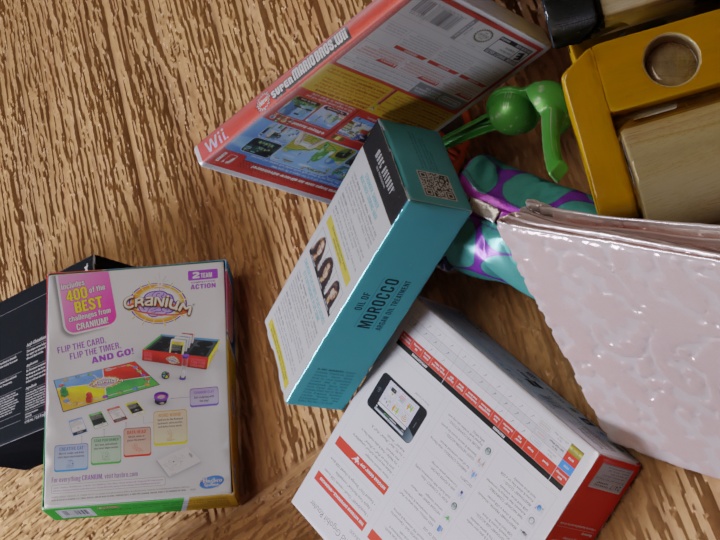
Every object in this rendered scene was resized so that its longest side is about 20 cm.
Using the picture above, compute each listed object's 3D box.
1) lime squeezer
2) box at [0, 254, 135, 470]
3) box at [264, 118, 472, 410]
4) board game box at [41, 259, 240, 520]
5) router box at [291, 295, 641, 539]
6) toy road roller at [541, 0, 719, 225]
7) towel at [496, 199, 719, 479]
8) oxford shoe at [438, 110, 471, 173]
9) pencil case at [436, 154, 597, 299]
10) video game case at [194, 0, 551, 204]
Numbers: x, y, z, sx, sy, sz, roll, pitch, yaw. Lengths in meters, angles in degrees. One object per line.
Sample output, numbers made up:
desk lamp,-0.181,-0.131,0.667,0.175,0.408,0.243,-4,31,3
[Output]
lime squeezer,0.100,-0.089,0.902,0.071,0.038,0.200,-63,23,-4
box,-0.272,0.087,1.262,0.200,0.079,0.141,-22,64,37
box,0.000,0.000,0.958,0.200,0.049,0.082,-59,35,36
board game box,-0.177,0.095,1.134,0.153,0.040,0.200,-4,68,2
router box,0.062,0.143,0.941,0.200,0.049,0.180,42,106,44
toy road roller,0.186,-0.111,0.846,0.123,0.146,0.200,-15,75,9
towel,0.186,0.047,0.766,0.191,0.200,0.032,13,54,46
oxford shoe,0.031,-0.044,1.040,0.073,0.071,0.200,-84,18,-71
pencil case,0.139,-0.011,0.892,0.200,0.092,0.085,23,89,45
video game case,0.009,-0.113,0.910,0.200,0.143,0.017,-35,62,28
